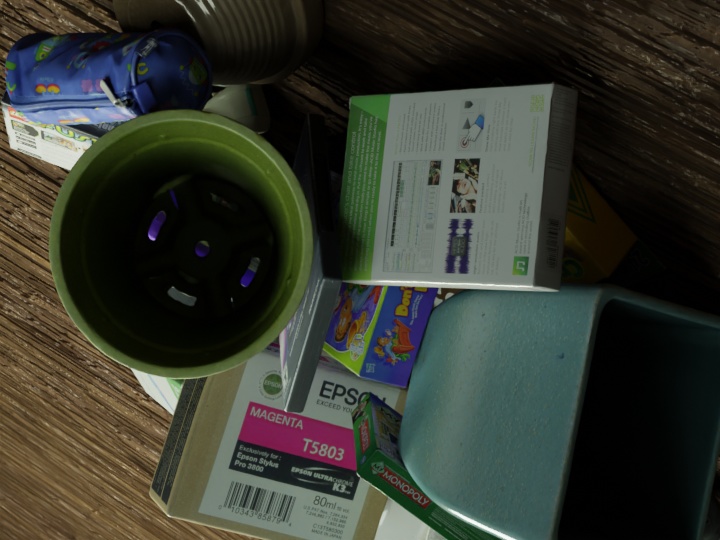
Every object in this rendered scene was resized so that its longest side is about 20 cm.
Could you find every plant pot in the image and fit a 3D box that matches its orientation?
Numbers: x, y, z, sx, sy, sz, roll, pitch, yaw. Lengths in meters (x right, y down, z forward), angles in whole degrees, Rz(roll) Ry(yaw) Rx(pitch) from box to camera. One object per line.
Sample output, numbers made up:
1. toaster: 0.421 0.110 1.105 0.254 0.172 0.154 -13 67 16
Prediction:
1. plant pot: 0.144 0.108 1.329 0.199 0.198 0.195 10 177 45
2. plant pot: -0.135 -0.020 1.385 0.200 0.200 0.190 43 180 -1
3. plant pot: -0.135 -0.221 1.402 0.200 0.093 0.202 29 145 22

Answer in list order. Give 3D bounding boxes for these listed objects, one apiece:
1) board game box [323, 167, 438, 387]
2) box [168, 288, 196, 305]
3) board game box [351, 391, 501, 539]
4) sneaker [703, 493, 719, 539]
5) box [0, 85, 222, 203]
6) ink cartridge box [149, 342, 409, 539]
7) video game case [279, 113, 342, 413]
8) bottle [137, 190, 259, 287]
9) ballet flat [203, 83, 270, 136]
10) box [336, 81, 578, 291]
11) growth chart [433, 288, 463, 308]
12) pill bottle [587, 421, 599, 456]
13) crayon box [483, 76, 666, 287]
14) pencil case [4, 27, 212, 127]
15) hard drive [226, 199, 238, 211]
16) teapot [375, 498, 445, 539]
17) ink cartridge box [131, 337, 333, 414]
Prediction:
1. board game box: 0.000 0.000 1.416 0.045 0.135 0.200 15 -173 -26
2. box: -0.172 -0.010 1.594 0.121 0.200 0.032 49 134 -12
3. board game box: 0.079 0.188 1.416 0.200 0.029 0.135 37 -169 -11
4. sneaker: 0.268 0.235 1.540 0.115 0.076 0.200 48 157 -25
5. box: -0.216 -0.108 1.535 0.199 0.035 0.110 21 161 -1
6. ink cartridge box: -0.066 0.154 1.536 0.199 0.166 0.075 16 -176 -22
7. video game case: -0.044 -0.008 1.380 0.019 0.201 0.143 6 131 -13
8. bottle: -0.158 -0.030 1.533 0.199 0.066 0.083 29 162 -23
9. ballet flat: -0.153 -0.142 1.557 0.199 0.070 0.070 -1 128 46
10. box: 0.065 -0.060 1.265 0.199 0.146 0.036 2 174 43
11. growth chart: 0.077 0.040 1.491 0.144 0.018 0.201 -19 89 54
12. pill bottle: 0.162 0.152 1.504 0.199 0.109 0.110 -11 121 53
13. crayon box: 0.129 -0.043 1.362 0.200 0.052 0.126 47 149 -8
14. pencil case: -0.208 -0.153 1.393 0.199 0.087 0.078 6 122 45
15. hard drive: -0.037 0.001 1.592 0.139 0.038 0.201 13 139 55
16. teapot: 0.039 0.204 1.682 0.197 0.146 0.201 -44 72 26
17. ink cartridge box: -0.132 0.073 1.651 0.088 0.145 0.200 61 164 -23
